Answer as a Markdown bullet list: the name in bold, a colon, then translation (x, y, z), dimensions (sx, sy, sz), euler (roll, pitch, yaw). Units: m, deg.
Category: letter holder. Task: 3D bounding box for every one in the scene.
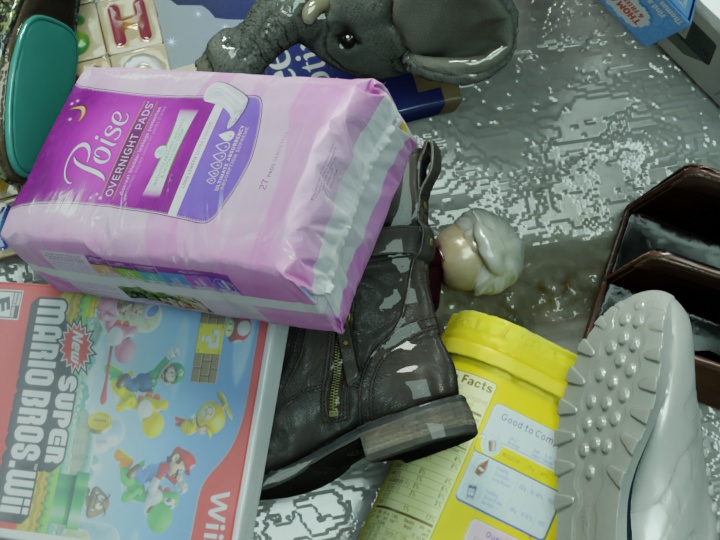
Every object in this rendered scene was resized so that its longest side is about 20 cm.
- **letter holder**: translation (0.248, 0.028, 1.064), dimensions (0.200, 0.142, 0.101), euler (21, 77, -5)

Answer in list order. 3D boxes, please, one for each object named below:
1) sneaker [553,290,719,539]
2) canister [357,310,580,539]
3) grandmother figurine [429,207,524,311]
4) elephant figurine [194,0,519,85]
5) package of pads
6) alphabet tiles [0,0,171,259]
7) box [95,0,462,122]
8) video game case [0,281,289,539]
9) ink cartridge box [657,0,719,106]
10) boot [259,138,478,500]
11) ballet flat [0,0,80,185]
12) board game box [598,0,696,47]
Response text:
- **sneaker**: translation (0.153, 0.111, 0.994), dimensions (0.080, 0.076, 0.200), euler (9, 89, -27)
- **canister**: translation (0.077, 0.144, 1.044), dimensions (0.148, 0.087, 0.200), euler (27, 79, -10)
- **grandmother figurine**: translation (0.000, 0.000, 1.080), dimensions (0.200, 0.061, 0.121), euler (-9, 109, -13)
- **elephant figurine**: translation (0.030, -0.163, 1.040), dimensions (0.155, 0.141, 0.200), euler (32, 113, 19)
- **package of pads**: translation (-0.078, -0.042, 0.970), dimensions (0.200, 0.076, 0.121), euler (7, 63, 34)
- **alphabet tiles**: translation (-0.206, -0.091, 1.073), dimensions (0.200, 0.008, 0.167), euler (-14, 82, -1)
- **box**: translation (-0.051, -0.129, 1.106), dimensions (0.200, 0.032, 0.121), euler (-16, 83, -10)
- **video game case**: translation (-0.138, 0.080, 1.005), dimensions (0.200, 0.017, 0.143), euler (3, 77, 28)
- **ink cartridge box**: translation (0.239, -0.195, 1.133), dimensions (0.146, 0.084, 0.200), euler (-44, 89, -14)
- **boot**: translation (-0.034, 0.028, 1.013), dimensions (0.200, 0.069, 0.174), euler (-17, 78, 12)
- **ballet flat**: translation (-0.193, -0.146, 1.052), dimensions (0.074, 0.074, 0.200), euler (12, 80, -6)
- **board game box**: translation (0.135, -0.238, 0.995), dimensions (0.151, 0.037, 0.200), euler (41, 48, -22)
